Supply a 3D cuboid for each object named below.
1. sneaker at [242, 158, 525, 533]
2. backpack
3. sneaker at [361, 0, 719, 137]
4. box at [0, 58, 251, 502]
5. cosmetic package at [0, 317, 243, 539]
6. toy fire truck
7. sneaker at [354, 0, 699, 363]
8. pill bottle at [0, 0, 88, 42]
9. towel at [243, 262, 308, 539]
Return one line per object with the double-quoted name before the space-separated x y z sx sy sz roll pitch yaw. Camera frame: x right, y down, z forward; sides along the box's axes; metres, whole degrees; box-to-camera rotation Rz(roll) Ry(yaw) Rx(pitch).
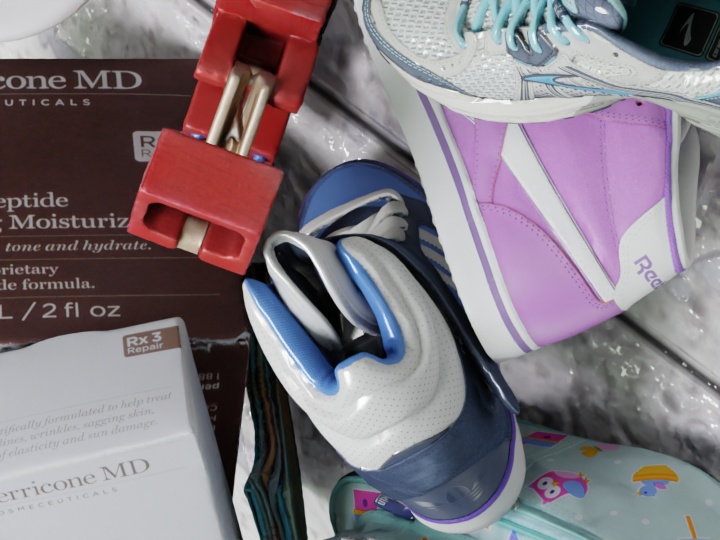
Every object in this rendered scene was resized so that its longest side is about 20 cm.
"sneaker" 0.000 0.000 0.831 0.147 0.080 0.201 51 -165 -50
"backpack" 0.082 0.162 0.887 0.199 0.153 0.177 3 113 41
"sneaker" 0.083 -0.096 0.719 0.199 0.078 0.086 9 168 29
"box" -0.146 0.024 0.964 0.201 0.165 0.165 -102 15 -46
"cosmetic package" -0.101 0.121 0.876 0.074 0.101 0.201 -103 1 -46
"toy fire truck" -0.051 -0.060 0.839 0.048 0.142 0.200 19 168 -4
"sneaker" 0.071 -0.074 0.808 0.114 0.073 0.201 -26 72 15
"pill bottle" -0.158 -0.162 0.893 0.200 0.114 0.115 -127 13 -78
"towel" -0.040 0.104 0.987 0.200 0.022 0.147 -100 3 -61
